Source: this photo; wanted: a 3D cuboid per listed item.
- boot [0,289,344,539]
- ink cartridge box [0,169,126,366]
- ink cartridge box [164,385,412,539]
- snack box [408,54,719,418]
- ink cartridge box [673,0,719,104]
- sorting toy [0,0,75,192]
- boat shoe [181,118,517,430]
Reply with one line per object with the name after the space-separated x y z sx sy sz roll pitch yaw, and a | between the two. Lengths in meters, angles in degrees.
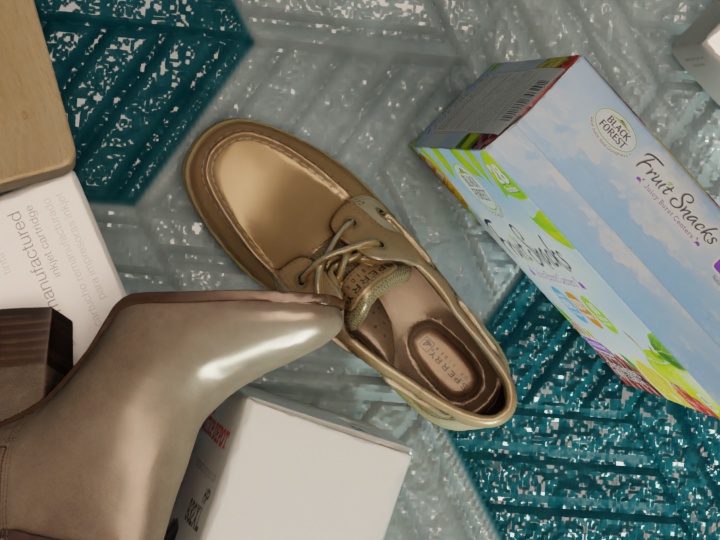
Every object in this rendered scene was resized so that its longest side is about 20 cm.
-0.101 0.086 1.205 0.200 0.070 0.146 -6 73 27 | boot
-0.200 0.055 1.295 0.200 0.083 0.147 -23 96 -8 | ink cartridge box
-0.055 0.158 1.291 0.084 0.145 0.200 19 89 -8 | ink cartridge box
0.114 -0.018 1.283 0.068 0.200 0.169 -44 99 -5 | snack box
0.265 -0.078 1.365 0.117 0.067 0.200 -45 98 -5 | ink cartridge box
-0.250 -0.110 1.275 0.198 0.070 0.200 -15 81 -6 | sorting toy
0.000 0.000 1.334 0.200 0.065 0.071 40 86 -8 | boat shoe
